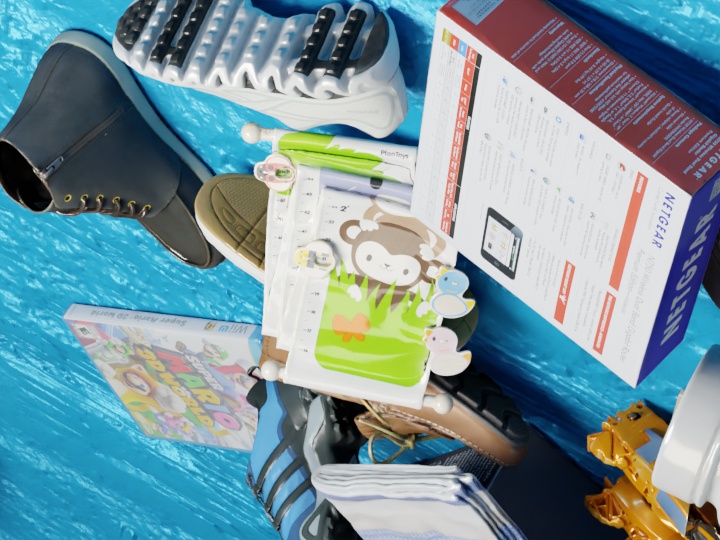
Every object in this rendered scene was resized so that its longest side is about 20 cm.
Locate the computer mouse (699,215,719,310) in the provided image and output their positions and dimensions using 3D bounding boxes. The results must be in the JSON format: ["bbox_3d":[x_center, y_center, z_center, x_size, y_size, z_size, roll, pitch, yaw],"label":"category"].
[{"bbox_3d":[0.249,-0.013,1.411,0.139,0.053,0.200,62,159,-5],"label":"computer mouse"}]

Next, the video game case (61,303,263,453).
[{"bbox_3d":[-0.117,0.086,1.957,0.200,0.018,0.143,5,139,38],"label":"video game case"}]

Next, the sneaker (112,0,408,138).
[{"bbox_3d":[-0.060,-0.121,1.561,0.200,0.075,0.081,14,154,30],"label":"sneaker"}]

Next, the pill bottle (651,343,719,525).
[{"bbox_3d":[0.282,0.127,1.552,0.200,0.113,0.113,24,149,13],"label":"pill bottle"}]

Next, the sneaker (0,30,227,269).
[{"bbox_3d":[-0.167,-0.051,1.719,0.075,0.106,0.200,-2,135,44],"label":"sneaker"}]

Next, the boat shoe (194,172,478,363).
[{"bbox_3d":[-0.023,0.008,1.705,0.200,0.071,0.069,30,149,2],"label":"boat shoe"}]

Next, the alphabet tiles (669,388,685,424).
[{"bbox_3d":[0.289,0.145,1.677,0.200,0.008,0.167,25,149,13],"label":"alphabet tiles"}]

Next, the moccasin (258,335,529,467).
[{"bbox_3d":[0.020,0.085,1.752,0.201,0.074,0.078,23,105,15],"label":"moccasin"}]

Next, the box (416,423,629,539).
[{"bbox_3d":[0.094,0.211,1.854,0.148,0.107,0.200,42,149,-14],"label":"box"}]

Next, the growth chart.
[{"bbox_3d":[0.000,0.000,1.638,0.144,0.018,0.200,4,119,8],"label":"growth chart"}]

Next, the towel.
[{"bbox_3d":[0.066,0.198,1.734,0.147,0.024,0.200,-2,135,45],"label":"towel"}]

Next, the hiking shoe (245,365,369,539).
[{"bbox_3d":[-0.037,0.160,1.824,0.087,0.201,0.074,-13,156,33],"label":"hiking shoe"}]

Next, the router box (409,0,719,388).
[{"bbox_3d":[0.116,-0.050,1.475,0.179,0.049,0.200,39,152,19],"label":"router box"}]

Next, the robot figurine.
[{"bbox_3d":[0.220,0.186,1.670,0.200,0.058,0.145,52,160,34],"label":"robot figurine"}]
